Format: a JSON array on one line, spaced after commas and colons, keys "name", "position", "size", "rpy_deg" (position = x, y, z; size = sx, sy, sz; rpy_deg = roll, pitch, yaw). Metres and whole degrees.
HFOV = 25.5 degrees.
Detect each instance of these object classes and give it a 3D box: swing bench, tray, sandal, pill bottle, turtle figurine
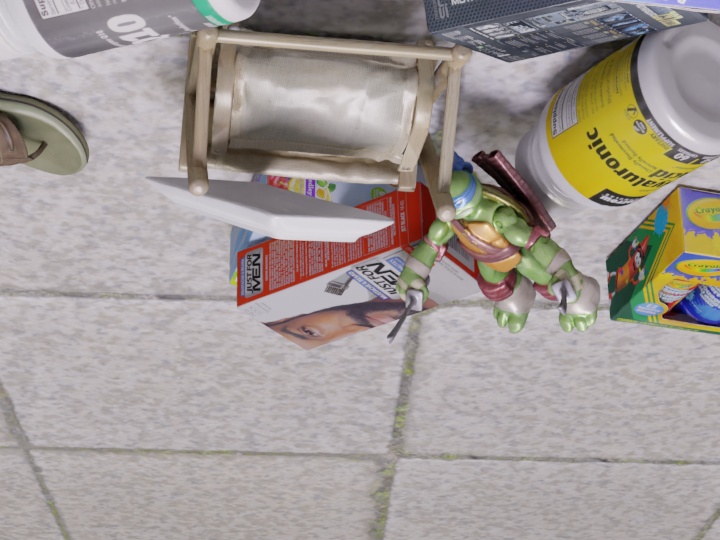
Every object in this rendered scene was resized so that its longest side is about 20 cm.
[{"name": "swing bench", "position": [-0.034, -0.121, 1.219], "size": [0.198, 0.130, 0.200], "rpy_deg": [4, -171, -9]}, {"name": "tray", "position": [-0.073, -0.046, 1.196], "size": [0.107, 0.022, 0.200], "rpy_deg": [2, -171, -35]}, {"name": "sandal", "position": [-0.321, -0.119, 1.335], "size": [0.201, 0.058, 0.080], "rpy_deg": [24, 146, -39]}, {"name": "pill bottle", "position": [-0.176, -0.208, 1.084], "size": [0.199, 0.114, 0.113], "rpy_deg": [-9, 153, 20]}, {"name": "pill bottle", "position": [0.211, -0.113, 1.264], "size": [0.111, 0.112, 0.200], "rpy_deg": [14, 157, -25]}, {"name": "turtle figurine", "position": [0.110, 0.019, 1.294], "size": [0.144, 0.200, 0.194], "rpy_deg": [-32, 144, 17]}]

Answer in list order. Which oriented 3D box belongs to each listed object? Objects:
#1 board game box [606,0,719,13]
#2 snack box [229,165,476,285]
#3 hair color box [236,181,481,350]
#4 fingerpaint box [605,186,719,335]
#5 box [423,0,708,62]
[{"name": "board game box", "position": [0.190, -0.270, 0.892], "size": [0.096, 0.160, 0.200], "rpy_deg": [5, 155, -9]}, {"name": "snack box", "position": [-0.009, -0.037, 1.482], "size": [0.199, 0.068, 0.169], "rpy_deg": [9, 151, -14]}, {"name": "hair color box", "position": [0.000, 0.000, 1.415], "size": [0.199, 0.064, 0.111], "rpy_deg": [-19, 146, 30]}, {"name": "fingerpaint box", "position": [0.364, 0.000, 1.543], "size": [0.199, 0.074, 0.167], "rpy_deg": [8, 153, -15]}, {"name": "box", "position": [0.146, -0.190, 1.097], "size": [0.157, 0.051, 0.200], "rpy_deg": [-9, 179, 22]}]
